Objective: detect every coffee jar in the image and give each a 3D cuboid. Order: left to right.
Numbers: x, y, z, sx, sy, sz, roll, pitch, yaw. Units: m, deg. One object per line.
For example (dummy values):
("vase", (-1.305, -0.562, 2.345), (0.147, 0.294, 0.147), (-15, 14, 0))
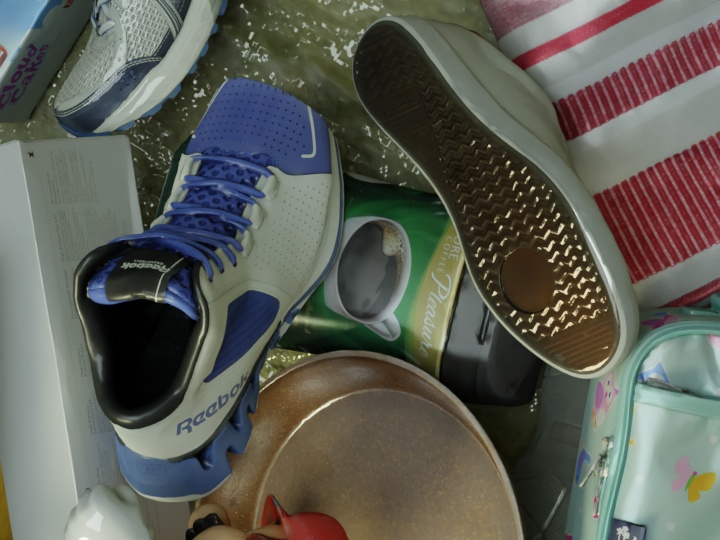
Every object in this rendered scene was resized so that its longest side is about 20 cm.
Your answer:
("coffee jar", (0.000, 0.000, 1.337), (0.199, 0.085, 0.105), (14, 89, 18))

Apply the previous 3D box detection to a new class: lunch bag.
("lunch bag", (0.195, 0.097, 1.251), (0.199, 0.077, 0.161), (8, 100, -9))

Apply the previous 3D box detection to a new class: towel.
("towel", (0.146, -0.085, 1.285), (0.144, 0.023, 0.201), (-27, 72, 21))

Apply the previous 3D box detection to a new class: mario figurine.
("mario figurine", (-0.098, 0.144, 1.240), (0.123, 0.199, 0.106), (-14, 89, 63))

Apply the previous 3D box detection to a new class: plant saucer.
("plant saucer", (0.004, 0.138, 1.295), (0.200, 0.034, 0.201), (-2, 86, 37))

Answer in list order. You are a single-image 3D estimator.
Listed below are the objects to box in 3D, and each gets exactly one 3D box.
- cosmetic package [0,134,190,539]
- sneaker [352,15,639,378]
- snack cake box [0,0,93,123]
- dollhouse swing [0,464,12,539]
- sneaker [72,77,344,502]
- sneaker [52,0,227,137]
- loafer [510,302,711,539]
("cosmetic package", (-0.138, 0.039, 1.303), (0.051, 0.082, 0.201), (-11, 87, 33))
("sneaker", (0.081, -0.041, 1.254), (0.073, 0.085, 0.200), (-47, 64, 34))
("snack cake box", (-0.231, -0.179, 1.408), (0.200, 0.067, 0.115), (38, 106, 12))
("dollhouse swing", (-0.247, 0.052, 1.371), (0.176, 0.200, 0.182), (34, 106, 14))
("sneaker", (-0.070, -0.002, 1.243), (0.080, 0.115, 0.200), (13, 72, 17))
("sneaker", (-0.104, -0.161, 1.336), (0.085, 0.077, 0.200), (31, 89, -31))
("loafer", (0.126, 0.070, 1.322), (0.072, 0.063, 0.200), (24, 90, 43))
